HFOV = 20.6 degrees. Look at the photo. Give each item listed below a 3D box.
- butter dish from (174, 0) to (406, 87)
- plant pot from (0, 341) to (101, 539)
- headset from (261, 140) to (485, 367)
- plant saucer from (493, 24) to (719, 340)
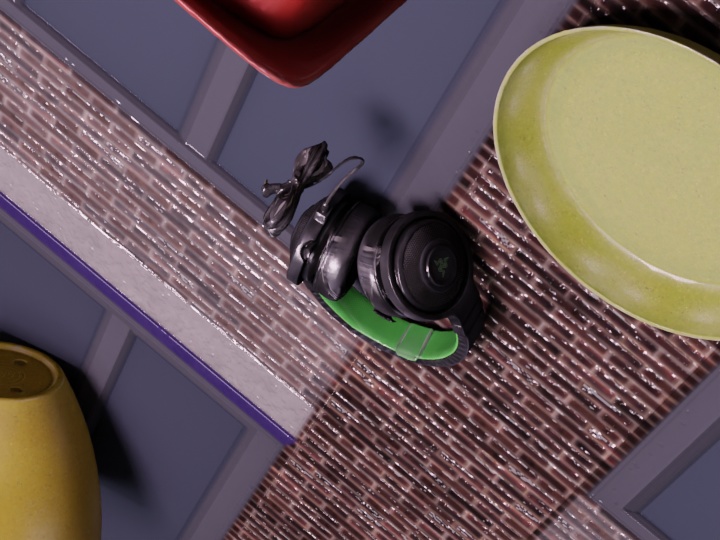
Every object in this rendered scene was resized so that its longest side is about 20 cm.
[{"bbox_3d":[-0.042,-0.218,0.958,0.200,0.200,0.148,40,123,1],"label":"butter dish"},{"bbox_3d":[-0.298,0.142,1.590,0.199,0.200,0.143,23,115,26],"label":"plant pot"},{"bbox_3d":[0.000,0.000,1.198,0.123,0.094,0.201,15,149,33],"label":"headset"},{"bbox_3d":[0.162,-0.050,1.040,0.199,0.031,0.201,27,143,23],"label":"plant saucer"}]
